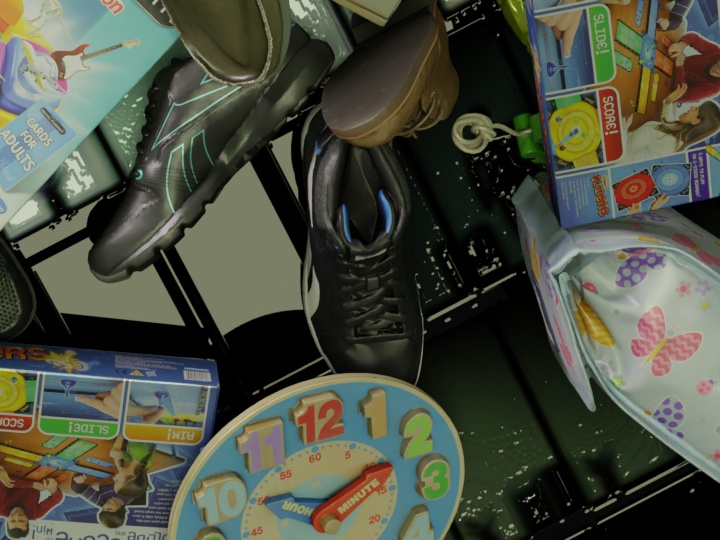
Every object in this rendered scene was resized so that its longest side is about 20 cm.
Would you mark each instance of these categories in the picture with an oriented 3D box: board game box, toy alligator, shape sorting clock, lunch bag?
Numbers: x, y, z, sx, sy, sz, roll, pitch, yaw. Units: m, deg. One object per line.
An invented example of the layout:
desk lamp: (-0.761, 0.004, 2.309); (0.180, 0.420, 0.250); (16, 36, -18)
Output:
board game box: (0.164, -0.126, 1.377); (0.135, 0.035, 0.201); (-11, 123, -2)
toy alligator: (0.130, -0.082, 1.507); (0.199, 0.054, 0.060); (-6, 75, -29)
board game box: (-0.195, 0.114, 1.517); (0.199, 0.035, 0.136); (6, 115, -10)
shape sorting clock: (-0.025, 0.151, 1.533); (0.199, 0.039, 0.201); (-12, 122, -19)
lunch bag: (0.178, 0.029, 1.497); (0.200, 0.170, 0.127); (37, 99, -16)
board game box: (-0.204, -0.147, 1.453); (0.151, 0.047, 0.200); (44, 84, -14)

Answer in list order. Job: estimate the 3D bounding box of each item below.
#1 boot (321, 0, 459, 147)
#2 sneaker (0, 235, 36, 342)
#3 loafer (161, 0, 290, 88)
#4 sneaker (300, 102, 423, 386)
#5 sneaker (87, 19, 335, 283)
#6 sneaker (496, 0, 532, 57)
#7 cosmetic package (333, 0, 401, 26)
boot: (0.028, -0.107, 1.434); (0.073, 0.200, 0.076); (-23, 109, 18)
sneaker: (-0.273, -0.019, 1.461); (0.076, 0.114, 0.200); (-40, 110, 3)
loafer: (-0.097, -0.175, 1.383); (0.075, 0.070, 0.200); (1, 136, 25)
sneaker: (0.000, 0.000, 1.498); (0.073, 0.112, 0.201); (-11, 104, -3)
sneaker: (-0.105, -0.080, 1.496); (0.079, 0.075, 0.200); (41, 87, -3)
sneaker: (0.111, -0.210, 1.482); (0.083, 0.074, 0.201); (-16, 104, 1)
cosmetic package: (-0.046, -0.240, 1.423); (0.199, 0.104, 0.073); (28, 142, -4)
